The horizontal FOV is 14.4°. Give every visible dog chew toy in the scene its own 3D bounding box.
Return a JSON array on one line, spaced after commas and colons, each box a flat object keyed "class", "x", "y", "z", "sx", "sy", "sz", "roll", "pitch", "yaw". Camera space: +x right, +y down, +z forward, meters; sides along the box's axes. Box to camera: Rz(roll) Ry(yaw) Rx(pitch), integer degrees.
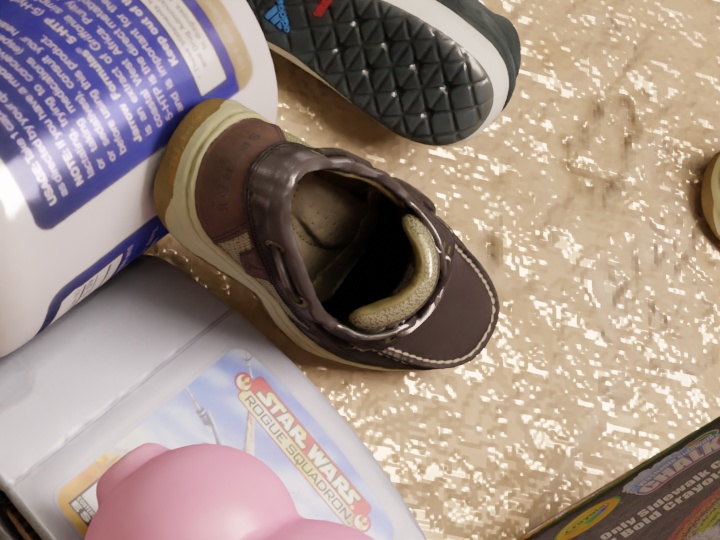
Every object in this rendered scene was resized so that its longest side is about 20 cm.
[{"class": "dog chew toy", "x": -0.019, "y": 0.142, "z": 0.965, "sx": 0.124, "sy": 0.125, "sz": 0.200, "roll": -30, "pitch": 76, "yaw": -35}]

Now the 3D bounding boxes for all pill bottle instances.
[{"class": "pill bottle", "x": -0.135, "y": -0.037, "z": 1.024, "sx": 0.120, "sy": 0.120, "sz": 0.200, "roll": 50, "pitch": 54, "yaw": 1}]

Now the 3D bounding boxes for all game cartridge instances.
[{"class": "game cartridge", "x": -0.054, "y": 0.095, "z": 1.058, "sx": 0.133, "sy": 0.042, "sz": 0.200, "roll": -40, "pitch": 89, "yaw": -32}]

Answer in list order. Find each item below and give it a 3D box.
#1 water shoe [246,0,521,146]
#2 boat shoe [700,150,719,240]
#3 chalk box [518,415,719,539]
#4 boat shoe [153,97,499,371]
[{"class": "water shoe", "x": -0.020, "y": -0.128, "z": 1.176, "sx": 0.200, "sy": 0.072, "sz": 0.079, "roll": 43, "pitch": 27, "yaw": -3}, {"class": "boat shoe", "x": 0.244, "y": 0.001, "z": 1.245, "sx": 0.200, "sy": 0.066, "sz": 0.074, "roll": 29, "pitch": 56, "yaw": -14}, {"class": "chalk box", "x": 0.145, "y": 0.133, "z": 1.056, "sx": 0.124, "sy": 0.200, "sz": 0.124, "roll": -31, "pitch": 101, "yaw": -4}, {"class": "boat shoe", "x": 0.000, "y": 0.000, "z": 1.064, "sx": 0.200, "sy": 0.065, "sz": 0.073, "roll": 28, "pitch": 89, "yaw": -52}]
